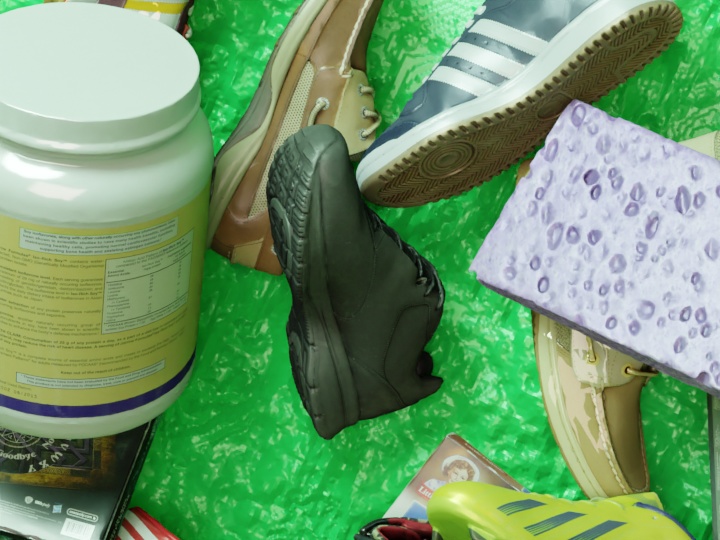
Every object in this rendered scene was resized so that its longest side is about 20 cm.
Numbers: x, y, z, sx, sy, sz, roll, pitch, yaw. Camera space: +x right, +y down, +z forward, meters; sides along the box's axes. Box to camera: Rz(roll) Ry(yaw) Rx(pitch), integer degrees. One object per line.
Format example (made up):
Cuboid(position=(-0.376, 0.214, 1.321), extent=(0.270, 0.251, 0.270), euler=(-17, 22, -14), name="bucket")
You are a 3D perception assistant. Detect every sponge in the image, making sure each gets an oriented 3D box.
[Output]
Cuboid(position=(0.164, -0.005, 1.287), extent=(0.200, 0.030, 0.112), euler=(26, 82, 33), name="sponge")

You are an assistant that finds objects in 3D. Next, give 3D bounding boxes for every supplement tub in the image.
Cuboid(position=(-0.154, -0.026, 1.331), extent=(0.145, 0.145, 0.200), euler=(13, 124, 8), name="supplement tub")

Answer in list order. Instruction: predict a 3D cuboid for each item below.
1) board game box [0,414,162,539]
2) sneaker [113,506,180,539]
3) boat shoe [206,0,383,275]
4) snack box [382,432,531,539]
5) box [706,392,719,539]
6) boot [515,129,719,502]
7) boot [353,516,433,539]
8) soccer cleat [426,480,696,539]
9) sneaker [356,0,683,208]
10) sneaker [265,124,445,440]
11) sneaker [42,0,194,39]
Cuboid(position=(-0.218, 0.083, 1.411), extent=(0.200, 0.028, 0.135), euler=(15, 60, 8), name="board game box")
Cuboid(position=(-0.132, 0.209, 1.367), extent=(0.115, 0.078, 0.200), euler=(-26, 51, 11), name="sneaker")
Cuboid(position=(-0.024, -0.088, 1.393), extent=(0.074, 0.076, 0.200), euler=(30, 104, 1), name="boat shoe")
Cuboid(position=(0.107, 0.180, 1.400), extent=(0.200, 0.024, 0.072), euler=(38, 98, 5), name="snack box")
Cuboid(position=(0.266, 0.131, 1.324), extent=(0.159, 0.046, 0.200), euler=(-6, 97, -19), name="box")
Cuboid(position=(0.175, 0.023, 1.349), extent=(0.155, 0.073, 0.200), euler=(-11, 84, 23), name="boot")
Cuboid(position=(-0.016, 0.210, 1.382), extent=(0.203, 0.073, 0.154), euler=(6, 106, 2), name="boot")
Cuboid(position=(0.123, 0.148, 1.332), extent=(0.200, 0.065, 0.084), euler=(27, 70, -21), name="soccer cleat")
Cuboid(position=(0.070, -0.123, 1.364), extent=(0.200, 0.070, 0.109), euler=(-33, 62, 15), name="sneaker")
Cuboid(position=(0.000, 0.000, 1.360), extent=(0.091, 0.076, 0.200), euler=(-13, 131, -7), name="sneaker")
Cuboid(position=(-0.120, -0.144, 1.408), extent=(0.200, 0.075, 0.090), euler=(-43, 107, 4), name="sneaker")
